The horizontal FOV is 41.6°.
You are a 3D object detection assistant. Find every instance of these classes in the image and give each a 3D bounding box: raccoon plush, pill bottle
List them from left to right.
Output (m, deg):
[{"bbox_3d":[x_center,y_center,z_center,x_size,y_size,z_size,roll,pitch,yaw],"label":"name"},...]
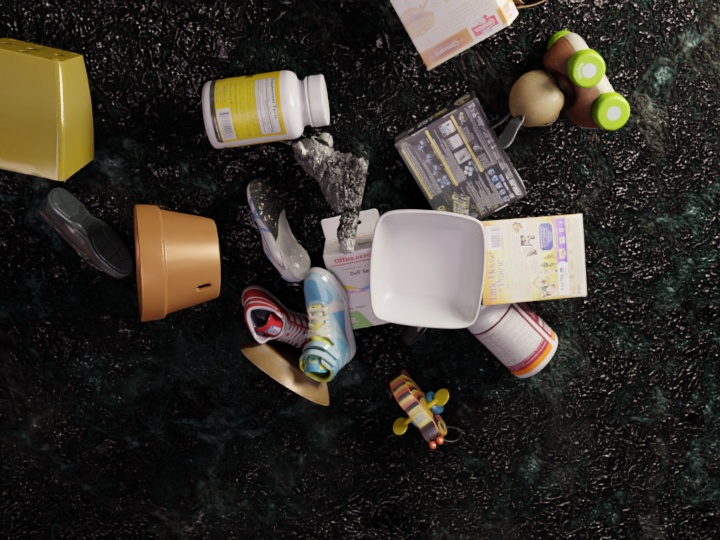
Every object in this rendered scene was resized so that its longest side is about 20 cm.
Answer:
[{"bbox_3d":[-0.154,-0.268,1.561,0.196,0.112,0.113,-6,118,5],"label":"pill bottle"},{"bbox_3d":[-0.060,-0.139,1.597,0.131,0.203,0.097,10,151,-3],"label":"raccoon plush"},{"bbox_3d":[0.261,0.094,1.737,0.109,0.110,0.200,-41,106,20],"label":"pill bottle"}]

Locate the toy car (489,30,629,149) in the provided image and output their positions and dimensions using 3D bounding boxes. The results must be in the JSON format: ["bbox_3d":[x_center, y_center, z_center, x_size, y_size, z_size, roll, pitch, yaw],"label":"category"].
[{"bbox_3d":[0.299,-0.263,1.512,0.198,0.165,0.159,-33,112,12],"label":"toy car"}]

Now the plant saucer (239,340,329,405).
[{"bbox_3d":[-0.132,0.180,1.760,0.199,0.200,0.036,33,91,-15],"label":"plant saucer"}]

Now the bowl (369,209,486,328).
[{"bbox_3d":[0.115,-0.010,1.638,0.196,0.075,0.204,5,106,4],"label":"bowl"}]

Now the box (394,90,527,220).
[{"bbox_3d":[0.173,-0.181,1.634,0.160,0.049,0.201,-29,113,13],"label":"box"}]

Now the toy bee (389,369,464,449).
[{"bbox_3d":[0.136,0.286,1.844,0.198,0.109,0.132,26,114,-12],"label":"toy bee"}]

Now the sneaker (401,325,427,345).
[{"bbox_3d":[0.107,0.039,1.739,0.087,0.074,0.202,23,106,-11],"label":"sneaker"}]

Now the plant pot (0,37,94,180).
[{"bbox_3d":[-0.540,-0.270,1.535,0.196,0.200,0.179,12,107,-5],"label":"plant pot"}]

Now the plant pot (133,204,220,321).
[{"bbox_3d":[-0.322,-0.017,1.665,0.137,0.201,0.203,-4,119,-16],"label":"plant pot"}]

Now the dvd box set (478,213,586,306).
[{"bbox_3d":[0.299,-0.019,1.668,0.196,0.029,0.149,-6,92,-11],"label":"dvd box set"}]

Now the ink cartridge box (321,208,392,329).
[{"bbox_3d":[0.000,0.000,1.721,0.115,0.068,0.203,-11,117,8],"label":"ink cartridge box"}]

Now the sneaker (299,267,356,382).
[{"bbox_3d":[-0.070,0.107,1.678,0.078,0.131,0.203,-4,118,28],"label":"sneaker"}]

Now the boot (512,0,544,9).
[{"bbox_3d":[0.220,-0.431,1.488,0.197,0.076,0.074,-18,119,13],"label":"boot"}]

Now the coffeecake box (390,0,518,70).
[{"bbox_3d":[0.125,-0.437,1.449,0.152,0.073,0.202,-23,107,32],"label":"coffeecake box"}]

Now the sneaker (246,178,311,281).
[{"bbox_3d":[-0.157,-0.068,1.694,0.072,0.072,0.202,-10,113,41],"label":"sneaker"}]

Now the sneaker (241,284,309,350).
[{"bbox_3d":[-0.136,0.110,1.753,0.198,0.113,0.072,33,102,-15],"label":"sneaker"}]

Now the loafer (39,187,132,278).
[{"bbox_3d":[-0.496,-0.061,1.713,0.063,0.072,0.200,-31,107,38],"label":"loafer"}]
